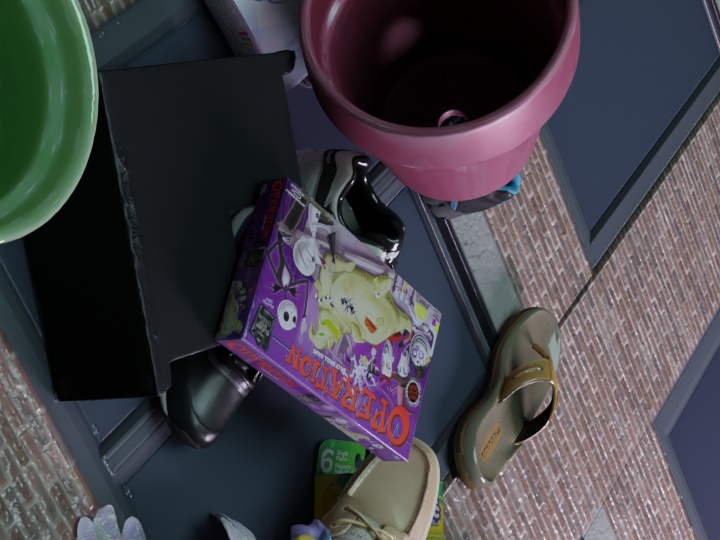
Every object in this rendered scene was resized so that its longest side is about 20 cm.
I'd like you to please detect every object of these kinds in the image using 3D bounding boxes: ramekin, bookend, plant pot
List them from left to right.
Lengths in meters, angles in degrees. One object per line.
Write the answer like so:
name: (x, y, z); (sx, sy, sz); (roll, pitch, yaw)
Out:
ramekin: (-0.252, -0.108, 0.881); (0.199, 0.097, 0.202); (12, 75, -51)
bookend: (-0.120, -0.036, 1.047); (0.199, 0.091, 0.201); (-19, 100, -54)
plant pot: (0.064, -0.147, 1.156); (0.179, 0.198, 0.202); (70, 27, -66)

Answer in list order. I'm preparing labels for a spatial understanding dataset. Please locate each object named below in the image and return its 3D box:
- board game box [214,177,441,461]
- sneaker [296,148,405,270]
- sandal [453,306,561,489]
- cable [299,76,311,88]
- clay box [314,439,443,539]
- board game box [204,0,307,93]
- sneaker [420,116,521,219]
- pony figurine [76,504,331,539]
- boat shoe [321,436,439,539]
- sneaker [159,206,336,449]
board game box: (-0.016, 0.038, 1.081); (0.200, 0.032, 0.121); (40, 59, -44)
sneaker: (0.000, 0.000, 1.202); (0.076, 0.087, 0.201); (-50, 124, -46)
sandal: (0.143, 0.114, 1.394); (0.081, 0.054, 0.200); (60, 43, -26)
cable: (-0.029, -0.245, 1.260); (0.097, 0.050, 0.202); (2, 95, -60)
clay box: (0.015, 0.234, 1.213); (0.114, 0.047, 0.202); (13, 74, -50)
board game box: (-0.048, -0.270, 1.176); (0.200, 0.043, 0.200); (-43, 117, -27)
sneaker: (0.063, -0.127, 1.309); (0.200, 0.081, 0.074); (49, 50, -34)
pony figurine: (-0.080, 0.233, 1.003); (0.166, 0.199, 0.195); (8, 62, -45)
boat shoe: (-0.002, 0.206, 1.122); (0.201, 0.073, 0.069); (-61, 171, -14)
sneaker: (-0.074, 0.030, 1.098); (0.076, 0.087, 0.201); (48, 49, -37)
